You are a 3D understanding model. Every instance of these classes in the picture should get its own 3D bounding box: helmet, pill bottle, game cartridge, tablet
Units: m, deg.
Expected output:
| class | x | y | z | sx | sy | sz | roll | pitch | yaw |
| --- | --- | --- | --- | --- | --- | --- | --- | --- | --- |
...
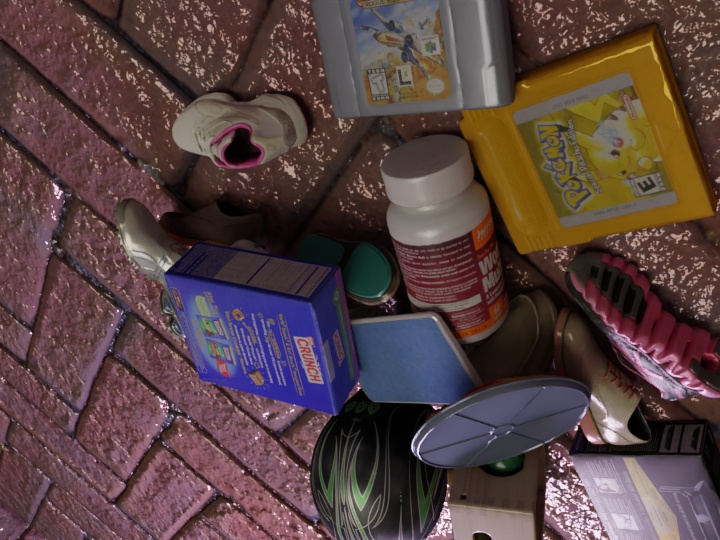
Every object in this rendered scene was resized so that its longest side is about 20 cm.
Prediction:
| class | x | y | z | sx | sy | sz | roll | pitch | yaw |
| --- | --- | --- | --- | --- | --- | --- | --- | --- | --- |
| helmet | 0.024 | 0.274 | 0.959 | 0.197 | 0.192 | 0.202 | 15 | 138 | 14 |
| pill bottle | 0.089 | -0.030 | 0.759 | 0.108 | 0.110 | 0.203 | 4 | 127 | 31 |
| game cartridge | 0.204 | -0.108 | 0.674 | 0.198 | 0.033 | 0.178 | -13 | 116 | 39 |
| game cartridge | 0.043 | -0.215 | 0.674 | 0.197 | 0.042 | 0.135 | 4 | 122 | 35 |
| tablet | 0.046 | 0.103 | 0.828 | 0.198 | 0.014 | 0.131 | -10 | 120 | 49 |

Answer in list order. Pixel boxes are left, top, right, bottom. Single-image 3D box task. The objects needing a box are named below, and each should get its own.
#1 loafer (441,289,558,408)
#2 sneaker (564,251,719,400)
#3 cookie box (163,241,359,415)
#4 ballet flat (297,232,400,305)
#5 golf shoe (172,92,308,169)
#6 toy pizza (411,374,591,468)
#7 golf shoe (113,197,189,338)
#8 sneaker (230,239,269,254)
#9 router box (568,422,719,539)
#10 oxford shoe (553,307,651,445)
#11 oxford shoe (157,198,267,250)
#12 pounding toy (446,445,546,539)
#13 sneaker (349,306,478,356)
| class | x | y | z | sx | sy | sz | roll | pitch | yaw |
| --- | --- | --- | --- | --- | --- | --- | --- | --- | --- |
| loafer | 0.155 | 0.111 | 0.815 | 0.076 | 0.067 | 0.203 | 53 | 126 | 51 |
| sneaker | 0.281 | 0.066 | 0.746 | 0.199 | 0.079 | 0.095 | 42 | 154 | 1 |
| cookie box | -0.111 | 0.067 | 0.844 | 0.197 | 0.075 | 0.174 | 10 | 130 | 24 |
| ballet flat | 0.000 | 0.000 | 0.847 | 0.067 | 0.069 | 0.199 | 32 | 178 | -37 |
| golf shoe | -0.158 | -0.158 | 0.836 | 0.197 | 0.092 | 0.076 | 2 | 128 | 34 |
| toy pizza | 0.147 | 0.156 | 0.768 | 0.196 | 0.032 | 0.202 | -10 | 145 | -7 |
| golf shoe | -0.239 | -0.014 | 0.943 | 0.096 | 0.079 | 0.202 | -20 | 110 | 21 |
| sneaker | -0.084 | 0.026 | 0.924 | 0.075 | 0.105 | 0.201 | -21 | 113 | 40 |
| router box | 0.363 | 0.274 | 0.869 | 0.155 | 0.052 | 0.202 | -10 | 119 | 40 |
| oxford shoe | 0.267 | 0.117 | 0.790 | 0.073 | 0.071 | 0.201 | 0 | 135 | 41 |
| oxford shoe | -0.198 | -0.063 | 0.975 | 0.197 | 0.071 | 0.074 | 15 | 100 | 32 |
| pounding toy | 0.160 | 0.258 | 0.918 | 0.139 | 0.185 | 0.203 | 0 | 126 | 18 |
| sneaker | 0.074 | 0.103 | 0.918 | 0.197 | 0.079 | 0.077 | 24 | 164 | 8 |
